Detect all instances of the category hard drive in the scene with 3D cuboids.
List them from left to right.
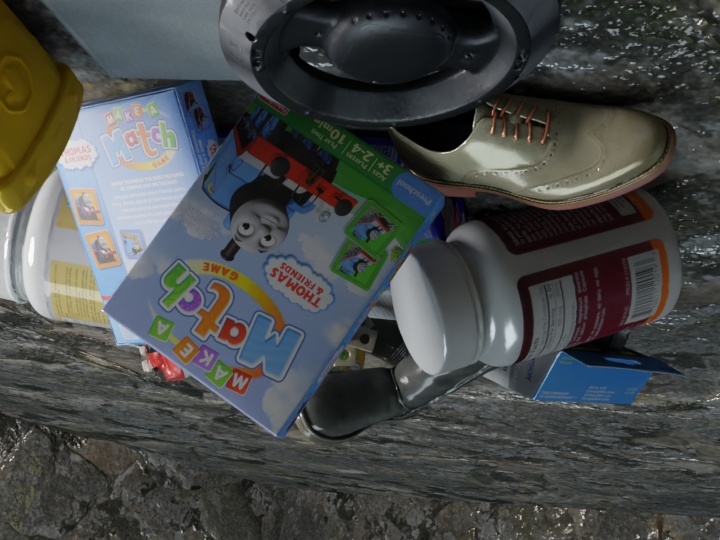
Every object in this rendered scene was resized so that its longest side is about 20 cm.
[{"bbox_3d":[-0.130,-0.175,0.613,0.139,0.033,0.200,4,161,16],"label":"hard drive"}]

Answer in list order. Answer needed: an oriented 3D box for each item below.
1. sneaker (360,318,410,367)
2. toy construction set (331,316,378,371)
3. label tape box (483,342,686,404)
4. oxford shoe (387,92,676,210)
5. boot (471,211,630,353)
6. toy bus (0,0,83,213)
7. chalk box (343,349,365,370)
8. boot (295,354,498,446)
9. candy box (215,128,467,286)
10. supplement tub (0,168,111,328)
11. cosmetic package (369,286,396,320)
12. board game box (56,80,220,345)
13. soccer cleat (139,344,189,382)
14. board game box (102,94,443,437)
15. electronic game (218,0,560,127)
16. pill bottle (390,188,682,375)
[{"bbox_3d":[0.055,0.042,1.129,0.200,0.084,0.120,33,-146,34],"label":"sneaker"},{"bbox_3d":[-0.059,0.085,1.056,0.131,0.092,0.200,34,154,0],"label":"toy construction set"},{"bbox_3d":[0.218,0.102,1.103,0.143,0.066,0.200,7,-170,-32],"label":"label tape box"},{"bbox_3d":[0.109,-0.087,0.710,0.199,0.071,0.074,-1,157,29],"label":"oxford shoe"},{"bbox_3d":[0.178,0.014,0.981,0.162,0.074,0.198,5,155,6],"label":"boot"},{"bbox_3d":[-0.316,-0.138,0.689,0.199,0.136,0.192,6,149,17],"label":"toy bus"},{"bbox_3d":[-0.100,0.106,1.320,0.124,0.124,0.200,-5,158,37],"label":"chalk box"},{"bbox_3d":[0.059,0.087,0.929,0.181,0.073,0.200,-11,167,-47],"label":"boot"},{"bbox_3d":[-0.019,-0.047,0.883,0.199,0.077,0.169,5,162,15],"label":"candy box"},{"bbox_3d":[-0.221,-0.018,0.961,0.199,0.146,0.145,10,162,0],"label":"supplement tub"},{"bbox_3d":[0.000,0.000,1.027,0.199,0.072,0.101,5,163,15],"label":"cosmetic package"},{"bbox_3d":[-0.161,-0.039,0.823,0.151,0.201,0.037,-3,-160,34],"label":"board game box"},{"bbox_3d":[-0.185,0.070,1.078,0.085,0.069,0.200,-17,-171,-17],"label":"soccer cleat"},{"bbox_3d":[-0.059,-0.010,0.730,0.151,0.200,0.037,34,174,8],"label":"board game box"},{"bbox_3d":[0.017,-0.140,0.614,0.199,0.042,0.200,-2,160,-1],"label":"electronic game"},{"bbox_3d":[0.132,0.008,0.799,0.199,0.115,0.114,-14,169,-18],"label":"pill bottle"}]
